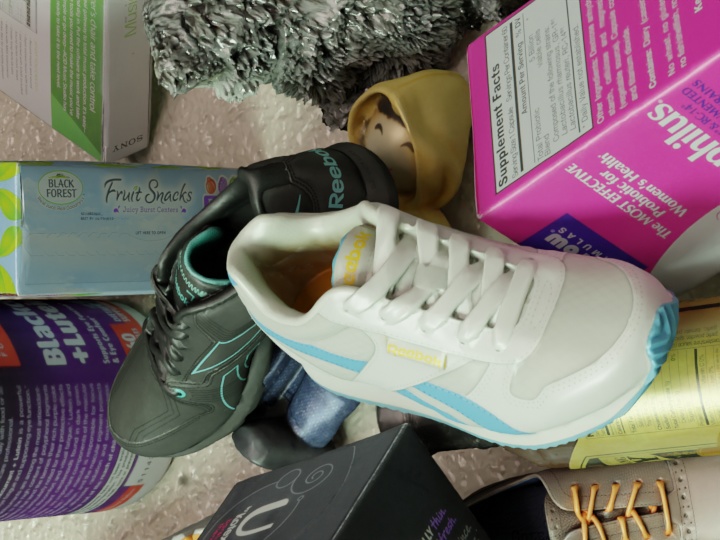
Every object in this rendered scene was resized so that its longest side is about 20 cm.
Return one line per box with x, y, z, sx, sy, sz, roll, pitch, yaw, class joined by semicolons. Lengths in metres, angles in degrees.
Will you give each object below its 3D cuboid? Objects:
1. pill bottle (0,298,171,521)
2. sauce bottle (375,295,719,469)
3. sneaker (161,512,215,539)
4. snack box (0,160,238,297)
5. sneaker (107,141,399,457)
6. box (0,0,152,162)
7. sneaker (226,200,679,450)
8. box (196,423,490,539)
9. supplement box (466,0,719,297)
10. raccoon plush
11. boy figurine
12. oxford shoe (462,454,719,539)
-0.193;0.069;1.156;0.111;0.200;0.112;0;90;39;pill bottle
0.103;0.047;0.959;0.200;0.065;0.065;-7;84;28;sauce bottle
-0.078;0.164;1.149;0.200;0.078;0.077;-32;82;38;sneaker
-0.176;-0.020;1.167;0.200;0.169;0.068;2;92;38;snack box
-0.068;0.012;1.058;0.200;0.079;0.075;-50;58;31;sneaker
-0.181;-0.162;1.229;0.200;0.036;0.144;36;135;36;box
0.032;0.017;0.929;0.200;0.081;0.077;3;61;40;sneaker
0.014;0.185;0.977;0.106;0.122;0.200;-22;111;37;box
0.147;-0.082;0.927;0.200;0.101;0.103;-34;40;35;supplement box
-0.008;-0.138;1.054;0.200;0.134;0.097;-36;66;33;raccoon plush
0.000;0.000;1.090;0.124;0.064;0.200;46;119;34;boy figurine
0.118;0.107;0.981;0.200;0.073;0.071;-18;78;38;oxford shoe
